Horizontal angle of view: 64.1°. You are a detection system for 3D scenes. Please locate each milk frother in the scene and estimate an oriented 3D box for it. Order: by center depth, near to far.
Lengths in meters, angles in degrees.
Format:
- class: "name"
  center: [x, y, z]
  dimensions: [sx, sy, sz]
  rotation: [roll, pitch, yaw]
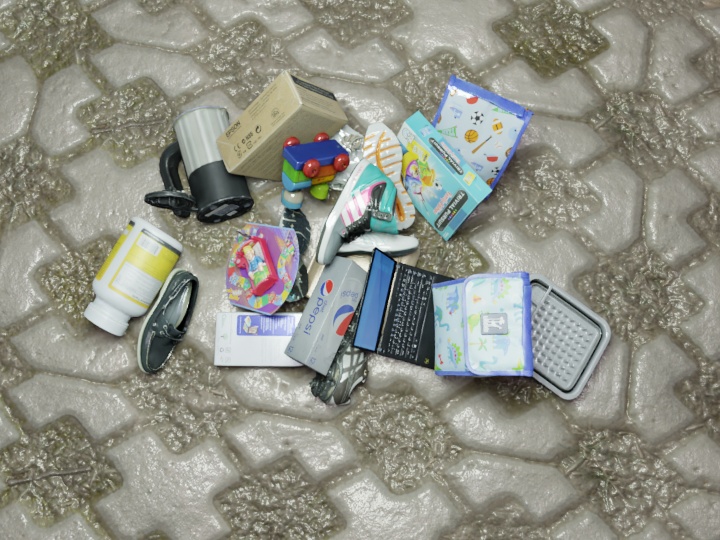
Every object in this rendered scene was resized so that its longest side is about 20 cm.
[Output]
- class: "milk frother"
  center: [-0.315, -0.199, 1.074]
  dimensions: [0.175, 0.200, 0.194]
  rotation: [-20, 81, 0]

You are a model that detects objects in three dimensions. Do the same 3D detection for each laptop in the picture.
- class: "laptop"
  center: [0.085, 0.075, 1.061]
  dimensions: [0.193, 0.103, 0.184]
  rotation: [16, 84, -9]

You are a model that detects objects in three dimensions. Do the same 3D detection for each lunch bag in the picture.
- class: "lunch bag"
  center: [0.222, 0.100, 1.021]
  dimensions: [0.124, 0.197, 0.177]
  rotation: [5, 80, -35]
- class: "lunch bag"
  center: [0.216, -0.262, 1.085]
  dimensions: [0.165, 0.201, 0.127]
  rotation: [24, 64, 4]

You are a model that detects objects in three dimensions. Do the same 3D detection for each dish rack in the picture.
- class: "dish rack"
  center: [0.363, 0.127, 1.107]
  dimensions: [0.197, 0.044, 0.174]
  rotation: [34, 81, 5]

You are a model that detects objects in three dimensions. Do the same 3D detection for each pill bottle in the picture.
- class: "pill bottle"
  center: [-0.429, 0.012, 1.080]
  dimensions: [0.110, 0.112, 0.204]
  rotation: [29, 81, 4]

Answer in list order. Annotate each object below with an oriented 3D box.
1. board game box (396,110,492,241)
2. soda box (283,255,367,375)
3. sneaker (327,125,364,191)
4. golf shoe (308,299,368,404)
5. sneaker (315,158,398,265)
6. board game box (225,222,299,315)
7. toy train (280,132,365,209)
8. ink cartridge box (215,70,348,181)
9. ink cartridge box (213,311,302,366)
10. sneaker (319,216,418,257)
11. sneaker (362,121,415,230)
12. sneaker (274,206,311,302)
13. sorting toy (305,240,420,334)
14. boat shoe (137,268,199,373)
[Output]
- class: "board game box"
  center: [0.138, -0.175, 1.096]
  dimensions: [0.047, 0.152, 0.201]
  rotation: [-38, 81, -27]
- class: "soda box"
  center: [-0.059, 0.079, 1.048]
  dimensions: [0.067, 0.063, 0.205]
  rotation: [13, 74, 45]
- class: "sneaker"
  center: [-0.059, -0.232, 1.145]
  dimensions: [0.196, 0.074, 0.118]
  rotation: [30, 78, 3]
- class: "golf shoe"
  center: [-0.018, 0.156, 1.083]
  dimensions: [0.093, 0.077, 0.205]
  rotation: [28, 89, -32]
- class: "sneaker"
  center: [0.009, -0.082, 1.024]
  dimensions: [0.118, 0.084, 0.205]
  rotation: [27, 87, 9]
- class: "board game box"
  center: [-0.199, -0.010, 1.067]
  dimensions: [0.195, 0.038, 0.164]
  rotation: [10, 84, 39]
- class: "toy train"
  center: [-0.062, -0.187, 1.077]
  dimensions: [0.196, 0.118, 0.085]
  rotation: [-19, 54, -39]
- class: "ink cartridge box"
  center: [-0.144, -0.258, 1.064]
  dimensions: [0.198, 0.163, 0.077]
  rotation: [-35, 77, 25]
- class: "ink cartridge box"
  center: [-0.180, 0.132, 1.101]
  dimensions: [0.192, 0.039, 0.104]
  rotation: [1, 80, 1]
- class: "sneaker"
  center: [0.016, -0.068, 1.088]
  dimensions: [0.192, 0.071, 0.084]
  rotation: [3, 79, -4]
- class: "sneaker"
  center: [0.049, -0.181, 1.103]
  dimensions: [0.075, 0.078, 0.207]
  rotation: [-15, 109, 0]
- class: "sneaker"
  center: [-0.151, -0.034, 1.109]
  dimensions: [0.084, 0.077, 0.207]
  rotation: [-19, 57, 36]
- class: "sorting toy"
  center: [0.000, 0.000, 1.130]
  dimensions: [0.195, 0.036, 0.190]
  rotation: [25, 81, -1]
- class: "boat shoe"
  center: [-0.353, 0.098, 1.080]
  dimensions: [0.064, 0.074, 0.205]
  rotation: [8, 69, 37]
